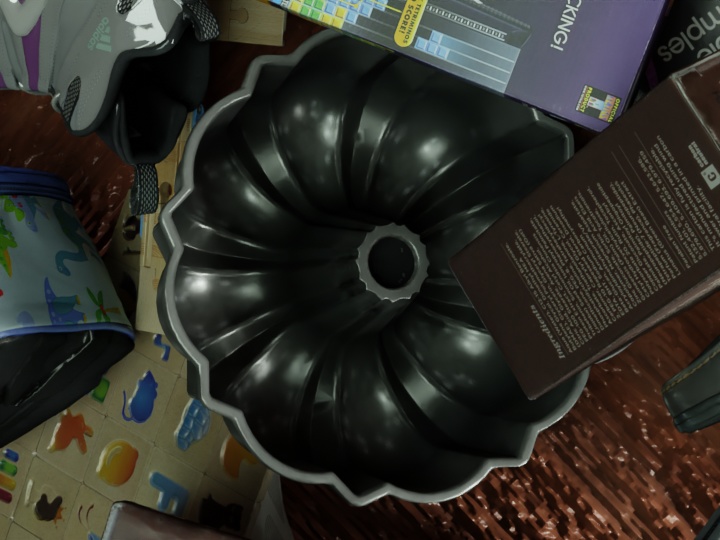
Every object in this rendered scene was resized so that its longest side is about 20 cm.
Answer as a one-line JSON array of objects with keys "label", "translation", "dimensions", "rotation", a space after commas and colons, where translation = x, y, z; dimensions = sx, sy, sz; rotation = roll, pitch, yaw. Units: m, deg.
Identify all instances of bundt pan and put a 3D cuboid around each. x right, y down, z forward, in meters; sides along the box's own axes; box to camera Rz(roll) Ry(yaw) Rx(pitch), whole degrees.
[{"label": "bundt pan", "translation": [0.000, 0.000, 1.225], "dimensions": [0.201, 0.076, 0.203], "rotation": [2, 84, -21]}]

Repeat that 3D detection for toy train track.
[{"label": "toy train track", "translation": [-0.075, -0.072, 1.286], "dimensions": [0.114, 0.032, 0.201], "rotation": [8, 96, 34]}]

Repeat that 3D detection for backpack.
[{"label": "backpack", "translation": [-0.217, 0.017, 1.285], "dimensions": [0.200, 0.183, 0.147], "rotation": [-25, 79, 25]}]

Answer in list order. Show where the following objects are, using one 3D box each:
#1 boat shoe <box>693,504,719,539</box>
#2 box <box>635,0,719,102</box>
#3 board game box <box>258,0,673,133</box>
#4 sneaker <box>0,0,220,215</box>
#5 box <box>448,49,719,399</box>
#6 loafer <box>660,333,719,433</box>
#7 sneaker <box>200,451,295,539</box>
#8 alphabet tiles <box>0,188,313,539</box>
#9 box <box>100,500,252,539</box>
[{"label": "boat shoe", "translation": [0.168, 0.138, 1.223], "dimensions": [0.068, 0.074, 0.200], "rotation": [38, 75, -1]}, {"label": "box", "translation": [0.127, -0.146, 1.208], "dimensions": [0.143, 0.036, 0.200], "rotation": [-36, 92, 23]}, {"label": "board game box", "translation": [0.062, -0.175, 1.151], "dimensions": [0.165, 0.057, 0.201], "rotation": [21, 98, 6]}, {"label": "sneaker", "translation": [-0.124, -0.081, 1.245], "dimensions": [0.200, 0.078, 0.140], "rotation": [-40, 73, 53]}, {"label": "box", "translation": [0.126, -0.027, 1.121], "dimensions": [0.075, 0.100, 0.200], "rotation": [58, 149, 7]}, {"label": "loafer", "translation": [0.198, -0.009, 1.208], "dimensions": [0.200, 0.073, 0.072], "rotation": [-41, 81, 14]}, {"label": "sneaker", "translation": [-0.015, 0.165, 1.334], "dimensions": [0.115, 0.076, 0.201], "rotation": [-1, 102, 2]}, {"label": "alphabet tiles", "translation": [-0.103, 0.072, 1.315], "dimensions": [0.167, 0.008, 0.201], "rotation": [26, 100, 37]}, {"label": "box", "translation": [-0.024, 0.201, 1.176], "dimensions": [0.199, 0.166, 0.165], "rotation": [17, 83, 0]}]
